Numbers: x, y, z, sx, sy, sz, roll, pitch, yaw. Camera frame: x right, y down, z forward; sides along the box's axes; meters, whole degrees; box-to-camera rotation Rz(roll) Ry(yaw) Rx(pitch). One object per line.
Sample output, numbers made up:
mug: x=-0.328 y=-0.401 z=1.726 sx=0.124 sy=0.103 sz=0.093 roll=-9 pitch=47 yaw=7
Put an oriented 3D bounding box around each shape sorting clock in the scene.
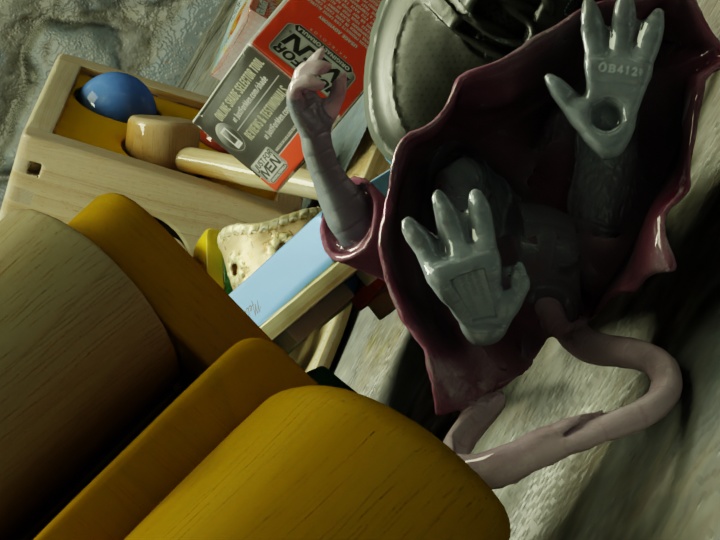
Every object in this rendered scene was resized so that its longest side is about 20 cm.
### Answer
shape sorting clock: x=0.000 y=0.000 z=0.908 sx=0.200 sy=0.039 sz=0.200 roll=-36 pitch=-3 yaw=-2

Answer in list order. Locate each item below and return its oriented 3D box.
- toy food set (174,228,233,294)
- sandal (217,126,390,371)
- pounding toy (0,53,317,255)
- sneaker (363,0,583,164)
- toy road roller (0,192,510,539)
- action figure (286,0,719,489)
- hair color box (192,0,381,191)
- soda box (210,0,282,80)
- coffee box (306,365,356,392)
toy food set: x=-0.109 y=0.080 z=1.214 sx=0.198 sy=0.049 sz=0.200 roll=126 pitch=150 yaw=-49
sandal: x=-0.035 y=-0.010 z=1.172 sx=0.078 sy=0.070 sz=0.212 roll=-46 pitch=19 yaw=59
pounding toy: x=-0.100 y=-0.041 z=1.344 sx=0.200 sy=0.184 sz=0.142 roll=-88 pitch=15 yaw=-69
sneaker: x=0.064 y=-0.128 z=0.979 sx=0.200 sy=0.073 sz=0.082 roll=-63 pitch=11 yaw=2
toy road roller: x=-0.045 y=0.067 z=0.643 sx=0.123 sy=0.200 sz=0.146 roll=-44 pitch=-1 yaw=-26
action figure: x=0.059 y=-0.013 z=0.726 sx=0.200 sy=0.134 sz=0.149 roll=104 pitch=150 yaw=-80
hair color box: x=0.005 y=-0.143 z=1.241 sx=0.200 sy=0.061 sz=0.102 roll=-52 pitch=3 yaw=-28
soda box: x=-0.053 y=-0.195 z=1.776 sx=0.064 sy=0.068 sz=0.200 roll=-57 pitch=10 yaw=30
coffee box: x=-0.057 y=0.104 z=0.855 sx=0.123 sy=0.044 sz=0.200 roll=-57 pitch=-10 yaw=12
